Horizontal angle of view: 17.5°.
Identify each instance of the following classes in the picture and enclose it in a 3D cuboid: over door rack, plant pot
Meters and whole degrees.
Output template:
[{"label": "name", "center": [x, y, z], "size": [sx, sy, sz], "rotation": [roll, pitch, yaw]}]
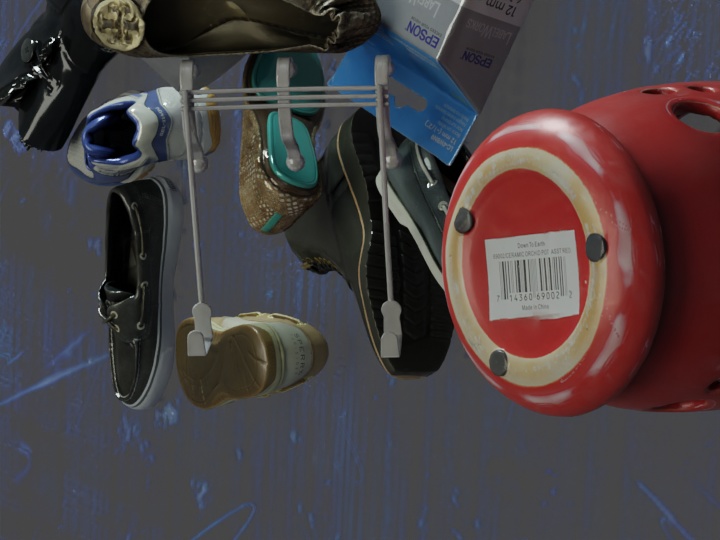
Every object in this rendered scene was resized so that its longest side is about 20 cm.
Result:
[{"label": "over door rack", "center": [-0.047, -0.044, 1.582], "size": [0.147, 0.067, 0.201], "rotation": [-1, 97, 7]}, {"label": "plant pot", "center": [0.162, -0.013, 1.396], "size": [0.200, 0.182, 0.202], "rotation": [4, 95, 51]}]

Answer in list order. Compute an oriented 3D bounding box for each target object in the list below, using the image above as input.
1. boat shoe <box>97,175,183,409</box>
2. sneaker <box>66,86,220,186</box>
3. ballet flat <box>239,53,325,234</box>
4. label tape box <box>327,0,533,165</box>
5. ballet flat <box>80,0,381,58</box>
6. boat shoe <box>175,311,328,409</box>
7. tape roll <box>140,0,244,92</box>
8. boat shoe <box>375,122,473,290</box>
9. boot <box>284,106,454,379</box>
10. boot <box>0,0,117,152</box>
[{"label": "boat shoe", "center": [-0.190, 0.019, 1.941], "size": [0.069, 0.056, 0.201], "rotation": [23, 112, 48]}, {"label": "sneaker", "center": [-0.200, -0.113, 1.914], "size": [0.200, 0.088, 0.076], "rotation": [-16, 83, 53]}, {"label": "ballet flat", "center": [-0.064, -0.098, 1.703], "size": [0.065, 0.070, 0.200], "rotation": [-56, 18, 33]}, {"label": "label tape box", "center": [0.043, -0.193, 1.580], "size": [0.143, 0.066, 0.201], "rotation": [37, 106, 43]}, {"label": "ballet flat", "center": [-0.086, -0.165, 1.544], "size": [0.046, 0.199, 0.068], "rotation": [-89, 1, -57]}, {"label": "boat shoe", "center": [-0.086, 0.069, 1.808], "size": [0.200, 0.066, 0.074], "rotation": [-177, 82, -65]}, {"label": "tape roll", "center": [-0.084, -0.220, 1.659], "size": [0.066, 0.200, 0.200], "rotation": [43, 132, 5]}, {"label": "boat shoe", "center": [0.081, -0.025, 1.580], "size": [0.200, 0.073, 0.062], "rotation": [52, 123, 36]}, {"label": "boot", "center": [0.000, 0.000, 1.696], "size": [0.138, 0.077, 0.201], "rotation": [-38, 52, 52]}, {"label": "boot", "center": [-0.264, -0.219, 1.968], "size": [0.168, 0.076, 0.201], "rotation": [-48, 54, 33]}]
